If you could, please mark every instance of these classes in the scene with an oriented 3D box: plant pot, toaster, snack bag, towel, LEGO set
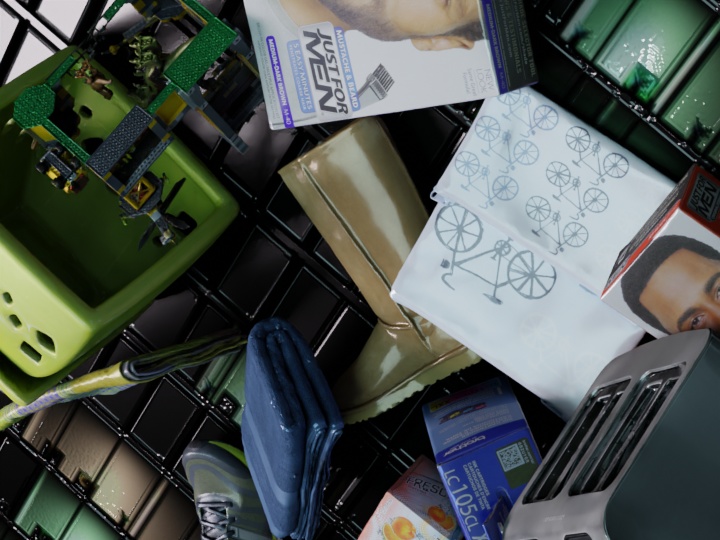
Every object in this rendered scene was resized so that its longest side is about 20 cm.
[{"bbox_3d":[-0.249,-0.023,1.629,0.199,0.200,0.182,45,136,4],"label":"plant pot"},{"bbox_3d":[0.204,0.140,1.341,0.118,0.200,0.181,38,162,-9],"label":"toaster"},{"bbox_3d":[0.130,-0.012,1.460,0.188,0.021,0.201,35,112,11],"label":"snack bag"},{"bbox_3d":[-0.202,0.091,1.691,0.199,0.143,0.023,-20,88,40],"label":"towel"},{"bbox_3d":[-0.057,0.127,1.615,0.200,0.048,0.112,98,153,-59],"label":"towel"},{"bbox_3d":[-0.150,-0.123,1.539,0.153,0.200,0.116,30,171,33],"label":"LEGO set"}]

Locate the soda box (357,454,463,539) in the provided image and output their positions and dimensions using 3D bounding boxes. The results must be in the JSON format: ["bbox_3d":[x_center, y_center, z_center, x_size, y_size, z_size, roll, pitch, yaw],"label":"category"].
[{"bbox_3d":[0.025,0.245,1.680,0.068,0.064,0.200,37,130,10],"label":"soda box"}]

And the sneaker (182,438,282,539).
[{"bbox_3d":[-0.109,0.237,1.752,0.074,0.081,0.201,-7,111,35],"label":"sneaker"}]

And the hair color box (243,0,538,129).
[{"bbox_3d":[0.018,-0.168,1.444,0.199,0.065,0.110,-6,101,34],"label":"hair color box"}]

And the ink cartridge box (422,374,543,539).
[{"bbox_3d":[0.107,0.168,1.488,0.076,0.200,0.137,-23,100,1],"label":"ink cartridge box"}]

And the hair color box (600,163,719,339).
[{"bbox_3d":[0.273,0.029,1.373,0.199,0.061,0.102,34,130,-2],"label":"hair color box"}]

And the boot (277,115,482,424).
[{"bbox_3d":[0.000,0.000,1.563,0.175,0.066,0.201,-30,98,28],"label":"boot"}]
